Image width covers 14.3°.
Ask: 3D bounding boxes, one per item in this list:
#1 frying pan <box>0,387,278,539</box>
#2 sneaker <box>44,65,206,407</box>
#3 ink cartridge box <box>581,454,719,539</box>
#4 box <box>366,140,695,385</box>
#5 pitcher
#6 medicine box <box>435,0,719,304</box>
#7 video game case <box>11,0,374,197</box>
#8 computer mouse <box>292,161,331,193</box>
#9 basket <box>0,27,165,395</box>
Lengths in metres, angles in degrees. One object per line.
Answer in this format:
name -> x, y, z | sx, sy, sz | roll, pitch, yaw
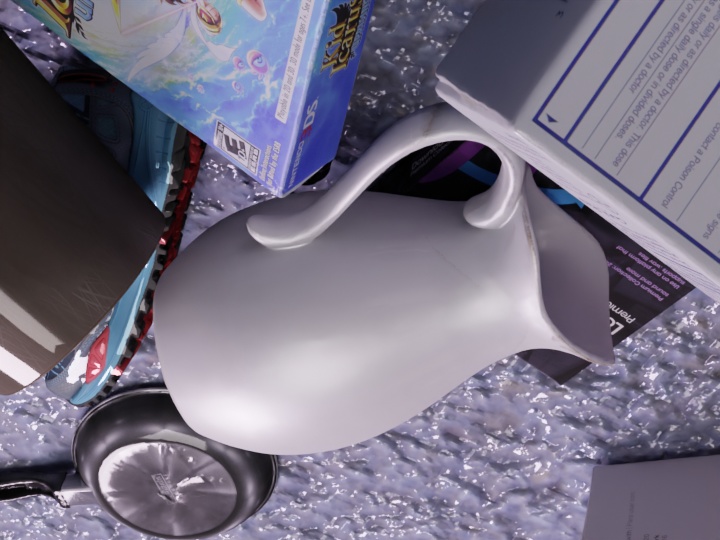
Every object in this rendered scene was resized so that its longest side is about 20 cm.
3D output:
frying pan -> -0.140, 0.105, 1.565 | 0.189, 0.031, 0.115 | 6, 133, 1
sneaker -> -0.137, -0.023, 1.417 | 0.095, 0.079, 0.201 | 21, 126, 3
ink cartridge box -> 0.227, 0.169, 1.514 | 0.199, 0.085, 0.146 | -6, 132, 16
box -> 0.108, -0.036, 1.372 | 0.143, 0.036, 0.200 | 33, 133, -20
pitcher -> 0.000, 0.000, 1.324 | 0.199, 0.122, 0.172 | -14, 134, 16
medicine box -> 0.168, -0.088, 1.201 | 0.200, 0.103, 0.182 | 35, 90, -23
video game case -> -0.075, -0.154, 1.220 | 0.181, 0.045, 0.200 | 37, 141, 18
computer mouse -> -0.030, -0.024, 1.419 | 0.058, 0.034, 0.201 | 9, 130, 20
basket -> -0.196, -0.051, 1.291 | 0.200, 0.181, 0.136 | 44, 123, -16
